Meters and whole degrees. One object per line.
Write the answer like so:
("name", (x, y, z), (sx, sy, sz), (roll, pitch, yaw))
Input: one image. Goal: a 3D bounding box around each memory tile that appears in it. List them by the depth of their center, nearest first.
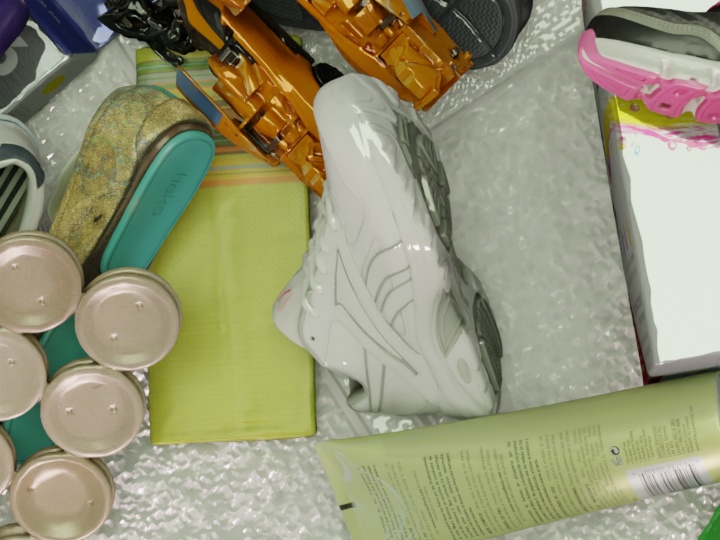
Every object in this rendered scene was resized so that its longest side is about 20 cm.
("memory tile", (-0.181, 0.068, 1.278), (0.153, 0.017, 0.201), (20, 112, -11))

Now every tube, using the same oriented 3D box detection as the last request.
("tube", (0.081, 0.092, 1.275), (0.199, 0.052, 0.058), (-15, 72, 18))

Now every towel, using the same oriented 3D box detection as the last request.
("towel", (-0.066, -0.015, 1.335), (0.086, 0.018, 0.201), (-3, 84, 8))

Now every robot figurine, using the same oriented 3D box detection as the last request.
("robot figurine", (-0.050, -0.133, 1.283), (0.200, 0.058, 0.145), (44, 116, 0))

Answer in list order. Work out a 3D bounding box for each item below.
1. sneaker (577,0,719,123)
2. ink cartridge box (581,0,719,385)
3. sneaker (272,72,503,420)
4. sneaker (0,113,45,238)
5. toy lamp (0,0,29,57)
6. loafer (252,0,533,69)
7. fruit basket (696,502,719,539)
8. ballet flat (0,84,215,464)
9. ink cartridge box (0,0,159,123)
("sneaker", (0.192, -0.110, 1.149), (0.199, 0.074, 0.088), (1, 85, -1))
("ink cartridge box", (0.186, -0.059, 1.253), (0.144, 0.145, 0.201), (-9, 83, 4))
("sneaker", (0.000, 0.000, 1.258), (0.099, 0.078, 0.200), (-11, 125, 12))
("sneaker", (-0.214, 0.017, 1.298), (0.073, 0.071, 0.201), (23, 99, -18))
("toy lamp", (-0.166, -0.179, 1.309), (0.058, 0.058, 0.201), (19, 69, 6))
("loafer", (-0.009, -0.155, 1.330), (0.199, 0.063, 0.072), (23, 117, 11))
("fruit basket", (0.248, 0.169, 1.254), (0.200, 0.094, 0.186), (33, 88, 4))
("ballet flat", (-0.139, -0.001, 1.311), (0.071, 0.071, 0.200), (31, 102, 7))
("ink cartridge box", (-0.237, -0.146, 1.347), (0.200, 0.047, 0.198), (-42, 83, 1))
